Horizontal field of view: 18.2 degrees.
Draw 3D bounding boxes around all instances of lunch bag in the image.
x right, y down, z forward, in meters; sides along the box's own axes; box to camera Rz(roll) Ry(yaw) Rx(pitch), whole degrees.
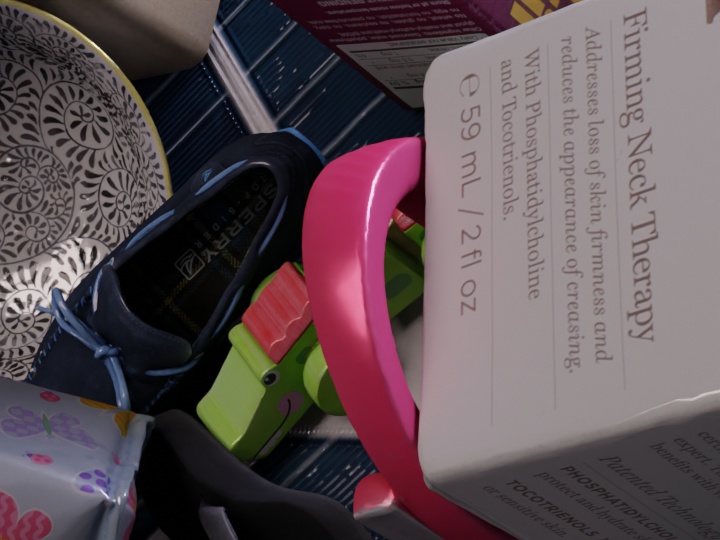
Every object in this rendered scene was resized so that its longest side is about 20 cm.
[{"bbox_3d":[-0.189,0.146,0.932,0.127,0.169,0.201,-84,11,-73],"label":"lunch bag"}]

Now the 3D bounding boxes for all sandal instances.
[{"bbox_3d":[-0.047,0.120,0.925,0.200,0.043,0.076,24,127,53],"label":"sandal"}]

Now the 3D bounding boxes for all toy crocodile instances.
[{"bbox_3d":[0.000,0.000,0.959,0.200,0.062,0.068,-46,45,12],"label":"toy crocodile"}]

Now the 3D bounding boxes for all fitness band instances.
[{"bbox_3d":[0.041,0.035,0.805,0.037,0.200,0.144,-12,63,29],"label":"fitness band"}]

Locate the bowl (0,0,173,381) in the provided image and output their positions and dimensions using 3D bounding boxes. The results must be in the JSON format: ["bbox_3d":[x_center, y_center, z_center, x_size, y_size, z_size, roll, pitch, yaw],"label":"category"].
[{"bbox_3d":[-0.179,-0.035,1.088,0.201,0.201,0.094,-46,1,10],"label":"bowl"}]

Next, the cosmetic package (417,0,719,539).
[{"bbox_3d":[0.146,0.002,0.757,0.199,0.166,0.168,-19,55,31],"label":"cosmetic package"}]

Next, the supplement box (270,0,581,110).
[{"bbox_3d":[0.017,-0.169,0.940,0.103,0.200,0.131,1,68,41],"label":"supplement box"}]

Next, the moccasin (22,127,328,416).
[{"bbox_3d":[-0.097,0.012,1.001,0.080,0.068,0.200,38,103,5],"label":"moccasin"}]

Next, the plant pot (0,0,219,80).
[{"bbox_3d":[-0.167,-0.192,1.130,0.199,0.177,0.201,-7,62,38],"label":"plant pot"}]
